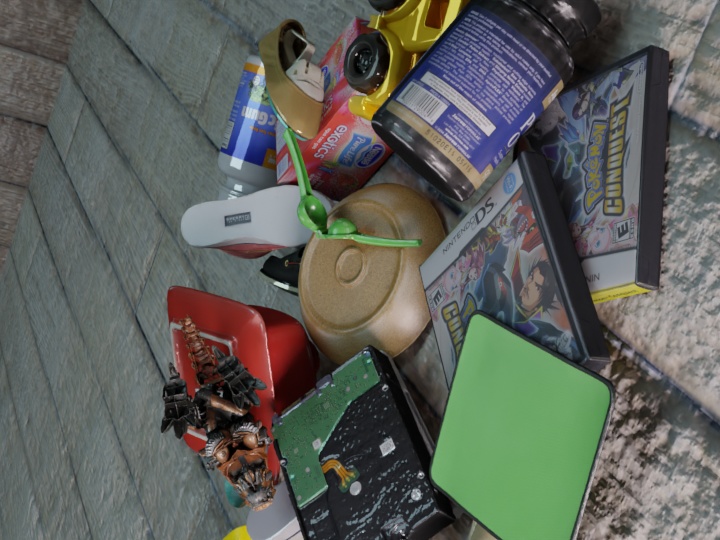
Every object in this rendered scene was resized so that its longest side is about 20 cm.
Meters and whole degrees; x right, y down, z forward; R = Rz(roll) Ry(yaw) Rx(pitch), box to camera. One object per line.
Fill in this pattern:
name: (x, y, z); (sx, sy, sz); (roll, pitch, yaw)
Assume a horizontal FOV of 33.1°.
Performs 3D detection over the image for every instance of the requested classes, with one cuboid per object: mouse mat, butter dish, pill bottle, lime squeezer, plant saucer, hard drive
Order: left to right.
butter dish: (-0.111, 0.112, 1.343); (0.200, 0.148, 0.200); (11, 109, 50)
pill bottle: (-0.119, -0.167, 1.558); (0.112, 0.112, 0.200); (28, 103, 63)
lime squeezer: (-0.022, -0.060, 1.243); (0.200, 0.038, 0.071); (42, 100, 25)
hard drive: (-0.004, 0.185, 1.136); (0.140, 0.038, 0.200); (-38, 47, 15)
plant saucer: (0.000, 0.000, 1.259); (0.200, 0.035, 0.201); (-14, 67, 37)
pill bottle: (0.111, -0.168, 1.044); (0.200, 0.112, 0.112); (-49, 29, 0)
mouse mat: (0.121, 0.132, 0.954); (0.200, 0.008, 0.161); (32, 110, 60)

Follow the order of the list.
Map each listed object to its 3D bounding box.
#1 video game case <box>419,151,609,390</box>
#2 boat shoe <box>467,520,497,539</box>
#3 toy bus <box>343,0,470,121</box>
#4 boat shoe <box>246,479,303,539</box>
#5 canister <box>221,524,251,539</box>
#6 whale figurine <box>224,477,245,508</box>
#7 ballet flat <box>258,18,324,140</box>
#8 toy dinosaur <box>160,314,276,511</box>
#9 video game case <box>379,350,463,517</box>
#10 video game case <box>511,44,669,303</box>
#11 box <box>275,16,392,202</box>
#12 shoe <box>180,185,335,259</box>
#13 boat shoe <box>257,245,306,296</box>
video game case: (0.122, 0.032, 1.024); (0.181, 0.025, 0.200); (-50, 42, 45)
boat shoe: (0.101, 0.256, 0.983); (0.072, 0.065, 0.200); (-9, 69, 61)
toy bus: (0.099, -0.223, 1.170); (0.192, 0.136, 0.200); (23, 100, 47)
boat shoe: (-0.020, 0.224, 1.227); (0.200, 0.070, 0.071); (-38, 47, 15)
canister: (-0.123, 0.399, 1.329); (0.149, 0.086, 0.200); (-50, 35, 41)
whale figurine: (-0.153, 0.181, 1.467); (0.159, 0.104, 0.200); (-36, 47, 52)
ballet flat: (-0.073, -0.220, 1.339); (0.063, 0.069, 0.200); (-47, 37, 21)
toy dinosaur: (-0.144, 0.140, 1.202); (0.102, 0.200, 0.136); (-44, -19, -10)
video game case: (0.006, 0.190, 1.164); (0.143, 0.017, 0.200); (-40, 46, 13)
video game case: (0.185, -0.067, 1.018); (0.181, 0.025, 0.200); (-20, 61, 59)
box: (-0.012, -0.178, 1.376); (0.200, 0.095, 0.103); (-45, 40, 45)
shoe: (-0.107, -0.056, 1.440); (0.200, 0.091, 0.072); (-5, 83, 22)
boat shoe: (-0.055, 0.006, 1.401); (0.201, 0.074, 0.063); (17, 88, 60)
